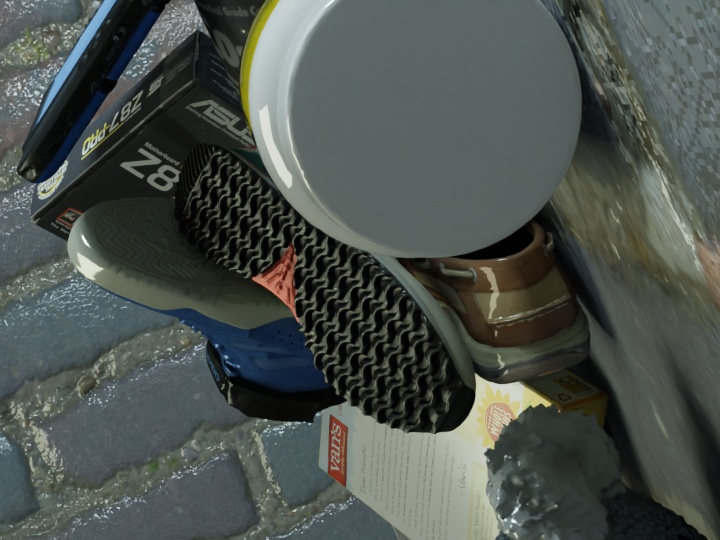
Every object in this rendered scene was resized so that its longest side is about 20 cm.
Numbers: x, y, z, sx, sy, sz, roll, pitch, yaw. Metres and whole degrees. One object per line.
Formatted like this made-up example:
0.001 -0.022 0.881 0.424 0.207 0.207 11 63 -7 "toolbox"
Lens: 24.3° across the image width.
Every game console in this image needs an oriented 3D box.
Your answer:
-0.155 -0.162 0.833 0.118 0.171 0.200 32 -167 -14 "game console"

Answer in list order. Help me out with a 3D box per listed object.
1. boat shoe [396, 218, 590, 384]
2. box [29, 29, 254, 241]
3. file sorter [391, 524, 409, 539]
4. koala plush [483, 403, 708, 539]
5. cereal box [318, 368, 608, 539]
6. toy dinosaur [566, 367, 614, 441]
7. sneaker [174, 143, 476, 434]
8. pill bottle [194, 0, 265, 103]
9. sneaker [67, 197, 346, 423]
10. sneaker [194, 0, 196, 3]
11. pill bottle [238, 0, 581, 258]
0.061 -0.012 0.846 0.200 0.076 0.072 -134 25 -66 "boat shoe"
-0.073 -0.040 1.017 0.200 0.161 0.049 32 -141 -32 "box"
0.062 0.096 1.120 0.125 0.139 0.200 -124 9 -79 "file sorter"
0.097 0.160 0.636 0.200 0.184 0.177 -99 -10 -45 "koala plush"
0.051 0.093 0.957 0.200 0.040 0.144 34 127 44 "cereal box"
0.088 0.054 0.977 0.200 0.060 0.106 -11 93 56 "toy dinosaur"
0.000 0.000 0.835 0.200 0.070 0.093 41 -150 27 "sneaker"
-0.032 -0.159 0.797 0.113 0.113 0.200 -116 2 -54 "pill bottle"
-0.075 0.030 0.909 0.111 0.200 0.077 -56 36 38 "sneaker"
-0.032 -0.138 0.959 0.073 0.112 0.200 -14 -95 -53 "sneaker"
0.014 -0.066 0.617 0.200 0.114 0.114 -120 6 -80 "pill bottle"
